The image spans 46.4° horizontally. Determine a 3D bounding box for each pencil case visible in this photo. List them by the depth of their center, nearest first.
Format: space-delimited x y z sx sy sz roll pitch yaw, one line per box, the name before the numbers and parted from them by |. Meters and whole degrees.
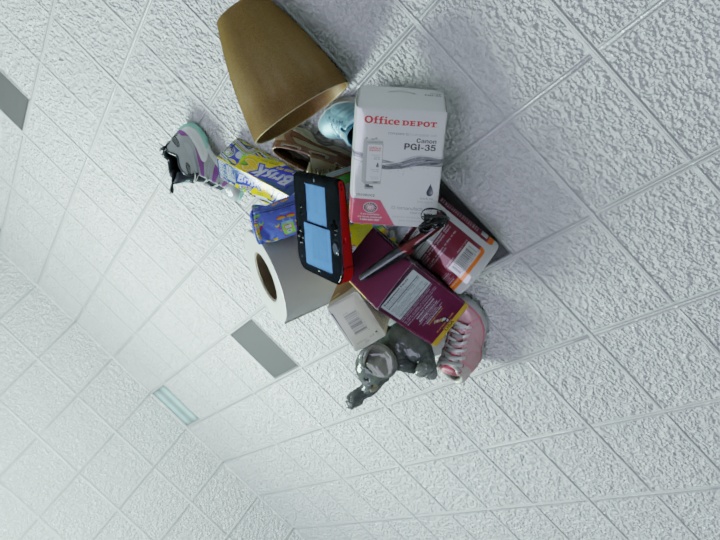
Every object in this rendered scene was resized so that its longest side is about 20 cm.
pencil case | -0.117 -0.113 1.611 0.197 0.079 0.087 -17 142 5

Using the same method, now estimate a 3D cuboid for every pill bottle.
pill bottle | 0.132 -0.064 1.470 0.199 0.114 0.114 40 149 2

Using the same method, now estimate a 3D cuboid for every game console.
game console | -0.069 -0.077 1.460 0.199 0.031 0.180 22 122 61

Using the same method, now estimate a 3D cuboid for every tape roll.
tape roll | -0.138 -0.011 1.739 0.203 0.138 0.205 51 155 35

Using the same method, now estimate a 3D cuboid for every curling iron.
curling iron | 0.066 -0.040 1.365 0.049 0.026 0.199 27 132 -32

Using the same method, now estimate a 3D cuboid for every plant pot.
plant pot | -0.146 -0.344 1.386 0.202 0.185 0.186 59 147 -4

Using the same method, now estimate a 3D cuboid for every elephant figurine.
elephant figurine | 0.046 0.171 1.654 0.196 0.158 0.142 -11 160 5

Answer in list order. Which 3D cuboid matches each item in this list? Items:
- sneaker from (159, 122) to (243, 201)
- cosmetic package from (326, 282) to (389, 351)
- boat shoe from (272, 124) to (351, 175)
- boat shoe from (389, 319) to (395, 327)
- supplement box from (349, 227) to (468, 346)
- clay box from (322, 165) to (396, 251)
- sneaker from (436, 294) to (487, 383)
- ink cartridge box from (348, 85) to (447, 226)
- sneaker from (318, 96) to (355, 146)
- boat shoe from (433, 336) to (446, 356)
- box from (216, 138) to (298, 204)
sneaker | -0.352 -0.199 1.800 0.201 0.140 0.077 50 147 -14
cosmetic package | 0.006 0.055 1.597 0.070 0.200 0.106 -29 104 18
boat shoe | -0.076 -0.197 1.559 0.198 0.072 0.076 28 148 4
boat shoe | 0.051 0.107 1.818 0.064 0.075 0.202 38 154 -9
supplement box | 0.080 0.032 1.489 0.199 0.104 0.131 35 -172 -46
clay box | -0.003 -0.103 1.559 0.202 0.113 0.048 72 -179 -46
sneaker | 0.199 0.147 1.673 0.075 0.105 0.202 23 144 29
ink cartridge box | 0.057 -0.179 1.333 0.144 0.083 0.203 4 122 1
sneaker | -0.017 -0.248 1.432 0.198 0.082 0.074 -4 128 49
boat shoe | 0.127 0.100 1.731 0.070 0.064 0.201 -20 133 10
box | -0.194 -0.188 1.711 0.198 0.070 0.065 29 148 18
